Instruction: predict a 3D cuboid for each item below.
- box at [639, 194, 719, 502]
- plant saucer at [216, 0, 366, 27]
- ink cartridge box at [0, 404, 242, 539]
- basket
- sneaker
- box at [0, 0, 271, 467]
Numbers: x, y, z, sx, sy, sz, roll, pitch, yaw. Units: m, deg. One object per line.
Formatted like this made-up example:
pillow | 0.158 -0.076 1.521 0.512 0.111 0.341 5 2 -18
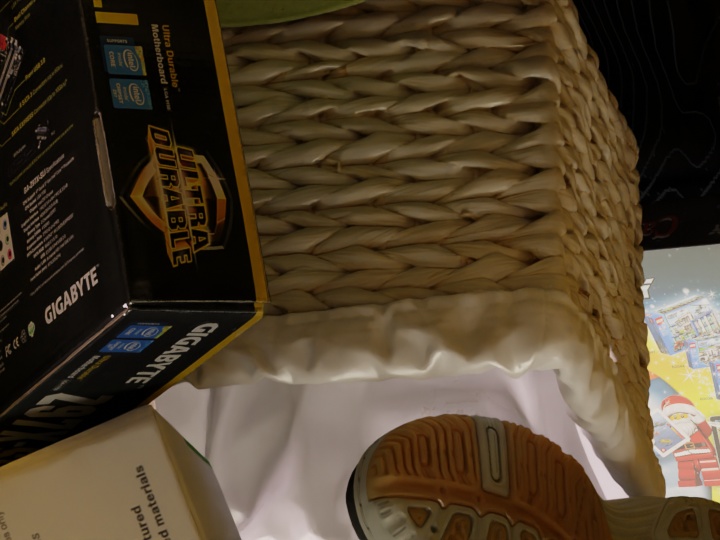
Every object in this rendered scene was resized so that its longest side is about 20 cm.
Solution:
box | 0.097 0.041 1.178 0.199 0.038 0.137 -5 122 17
plant saucer | -0.060 -0.133 0.870 0.199 0.031 0.200 2 157 1
ink cartridge box | -0.131 0.124 0.876 0.199 0.084 0.146 -23 170 0
basket | 0.000 0.000 1.016 0.199 0.162 0.198 -4 157 15
sneaker | 0.052 0.105 0.963 0.087 0.076 0.200 -17 151 37
box | -0.104 -0.027 0.866 0.049 0.160 0.200 3 156 -31
